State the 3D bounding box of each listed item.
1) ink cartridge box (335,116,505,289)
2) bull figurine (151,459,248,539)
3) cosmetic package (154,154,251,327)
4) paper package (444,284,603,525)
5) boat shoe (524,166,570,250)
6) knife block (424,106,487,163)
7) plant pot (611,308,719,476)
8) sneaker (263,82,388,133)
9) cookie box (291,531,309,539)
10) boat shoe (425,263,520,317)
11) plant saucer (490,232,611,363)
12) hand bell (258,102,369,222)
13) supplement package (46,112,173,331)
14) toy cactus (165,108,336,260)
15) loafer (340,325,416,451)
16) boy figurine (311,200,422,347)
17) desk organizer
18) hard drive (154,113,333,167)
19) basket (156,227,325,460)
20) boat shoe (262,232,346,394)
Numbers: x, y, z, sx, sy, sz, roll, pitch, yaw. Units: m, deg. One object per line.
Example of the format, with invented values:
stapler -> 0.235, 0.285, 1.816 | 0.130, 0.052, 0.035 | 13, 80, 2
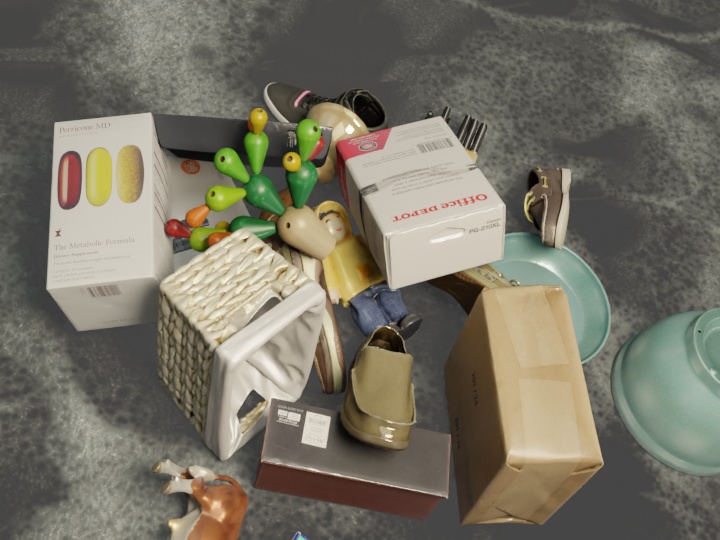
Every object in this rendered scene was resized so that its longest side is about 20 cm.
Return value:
ink cartridge box -> 0.067, -0.084, 1.066 | 0.143, 0.085, 0.201 | -15, 41, -10
bull figurine -> -0.171, 0.278, 0.862 | 0.121, 0.065, 0.202 | 45, 40, -26
cosmetic package -> -0.208, -0.046, 1.087 | 0.149, 0.052, 0.202 | -16, 63, -28
paper package -> 0.166, 0.150, 0.981 | 0.102, 0.192, 0.203 | 2, 56, -10
boat shoe -> 0.249, -0.087, 1.214 | 0.059, 0.073, 0.201 | 9, 30, 9
knife block -> 0.123, -0.127, 1.231 | 0.173, 0.064, 0.202 | -14, 62, -24
plant pot -> 0.428, 0.131, 1.110 | 0.197, 0.135, 0.203 | 8, 56, -11
sneaker -> -0.040, -0.221, 1.223 | 0.198, 0.100, 0.071 | 33, 56, 8
cookie box -> -0.007, 0.344, 0.814 | 0.198, 0.172, 0.075 | 33, 57, 7
boat shoe -> 0.140, 0.007, 1.095 | 0.199, 0.074, 0.063 | 38, 57, 6
plant saucer -> 0.225, 0.044, 1.167 | 0.197, 0.036, 0.203 | 8, 55, -11
hand bell -> -0.074, -0.112, 1.132 | 0.103, 0.105, 0.201 | 31, 52, 6
supplement package -> -0.267, -0.053, 0.980 | 0.112, 0.110, 0.203 | -7, 64, -3
toy cactus -> -0.097, -0.072, 0.969 | 0.165, 0.200, 0.103 | 40, 12, -26
loafer -> 0.019, 0.118, 0.957 | 0.075, 0.068, 0.200 | 12, 19, -10
boy figurine -> 0.000, 0.000, 1.111 | 0.123, 0.065, 0.202 | -21, 69, -25
desk organizer -> -0.010, 0.204, 0.962 | 0.197, 0.077, 0.073 | 13, 54, -8
hard drive -> -0.132, -0.149, 1.049 | 0.196, 0.135, 0.043 | 4, 91, -3
basket -> -0.131, 0.076, 0.941 | 0.123, 0.201, 0.135 | 40, 54, 20
boat shoe -> -0.069, 0.046, 1.038 | 0.074, 0.075, 0.206 | -13, 83, -5
